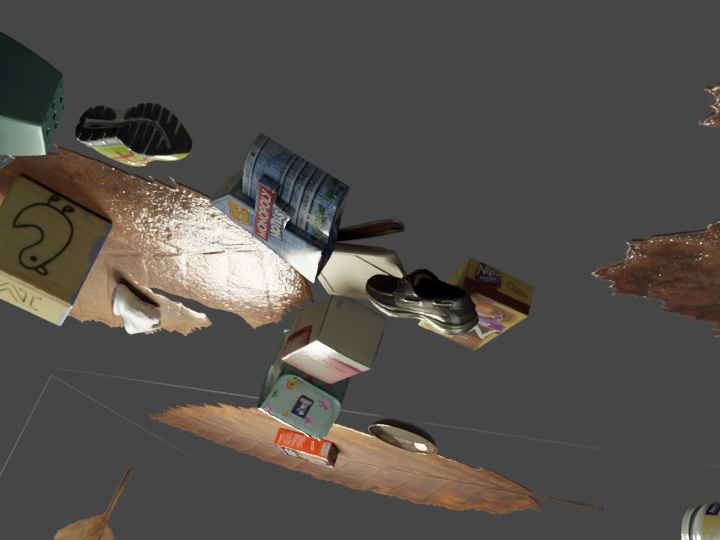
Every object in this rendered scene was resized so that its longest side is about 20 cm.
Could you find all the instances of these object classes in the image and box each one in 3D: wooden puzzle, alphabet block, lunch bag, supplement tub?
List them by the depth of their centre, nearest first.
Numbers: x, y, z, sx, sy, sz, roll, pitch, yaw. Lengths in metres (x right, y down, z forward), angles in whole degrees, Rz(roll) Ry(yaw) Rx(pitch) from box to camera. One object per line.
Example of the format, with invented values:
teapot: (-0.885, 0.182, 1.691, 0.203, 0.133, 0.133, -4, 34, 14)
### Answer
wooden puzzle: (0.000, 0.000, 1.292, 0.182, 0.038, 0.200, 7, 156, 25)
alphabet block: (-0.634, -0.033, 1.515, 0.198, 0.198, 0.196, 28, 152, -19)
lunch bag: (-0.118, 0.246, 1.663, 0.169, 0.203, 0.121, 30, 153, -19)
supplement tub: (0.832, 0.590, 1.689, 0.144, 0.148, 0.199, 33, 152, -26)

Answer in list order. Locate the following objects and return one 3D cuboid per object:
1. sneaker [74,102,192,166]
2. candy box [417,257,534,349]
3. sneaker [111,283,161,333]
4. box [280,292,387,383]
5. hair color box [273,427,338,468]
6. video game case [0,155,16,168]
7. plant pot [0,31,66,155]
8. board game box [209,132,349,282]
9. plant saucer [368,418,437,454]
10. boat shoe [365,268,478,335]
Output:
sneaker: (-0.316, -0.190, 1.117, 0.197, 0.079, 0.090, 14, 163, 27)
candy box: (0.183, 0.060, 1.242, 0.115, 0.057, 0.200, 23, 156, -7)
sneaker: (-0.537, 0.088, 1.844, 0.097, 0.076, 0.201, -1, 153, 2)
box: (-0.055, 0.136, 1.506, 0.126, 0.111, 0.200, 28, 154, -16)
hair color box: (-0.181, 0.593, 2.555, 0.196, 0.062, 0.102, 10, 152, 21)
video game case: (-0.729, -0.246, 1.365, 0.180, 0.023, 0.199, -9, 142, 47)
plant pot: (-0.528, -0.250, 1.074, 0.196, 0.144, 0.141, 18, 156, -11)
board game box: (-0.126, -0.098, 1.122, 0.198, 0.062, 0.201, 30, 151, 6)
plant saucer: (0.119, 0.448, 2.081, 0.197, 0.033, 0.201, 17, 154, 9)
boat shoe: (0.093, 0.032, 1.169, 0.197, 0.074, 0.075, 16, 127, 32)
